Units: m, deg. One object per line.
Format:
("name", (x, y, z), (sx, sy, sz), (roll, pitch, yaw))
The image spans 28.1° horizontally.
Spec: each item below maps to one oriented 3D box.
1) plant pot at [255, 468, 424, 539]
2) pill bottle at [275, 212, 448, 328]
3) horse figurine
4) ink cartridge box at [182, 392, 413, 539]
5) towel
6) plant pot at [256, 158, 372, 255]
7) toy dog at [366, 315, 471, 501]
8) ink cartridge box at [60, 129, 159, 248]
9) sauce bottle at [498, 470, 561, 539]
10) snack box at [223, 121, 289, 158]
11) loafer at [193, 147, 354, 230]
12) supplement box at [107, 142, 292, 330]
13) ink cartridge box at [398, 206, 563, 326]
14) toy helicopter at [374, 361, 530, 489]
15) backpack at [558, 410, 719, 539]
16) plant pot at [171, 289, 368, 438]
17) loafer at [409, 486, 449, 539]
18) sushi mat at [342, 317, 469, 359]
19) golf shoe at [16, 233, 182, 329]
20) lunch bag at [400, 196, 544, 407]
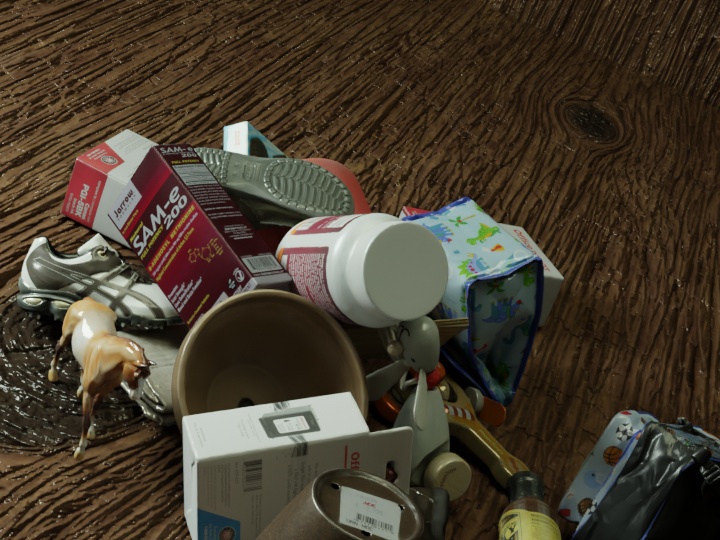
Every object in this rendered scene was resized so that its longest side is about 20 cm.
("plant pot", (-0.027, 0.264, 1.139), (0.186, 0.201, 0.187), (18, 26, -9))
("pill bottle", (0.000, 0.000, 1.460), (0.114, 0.115, 0.200), (9, -3, -26))
("horse figurine", (-0.256, 0.085, 1.383), (0.050, 0.133, 0.200), (9, 27, -27))
("ink cartridge box", (-0.058, 0.183, 1.312), (0.199, 0.116, 0.067), (-7, 32, -17))
("towel", (-0.174, 0.107, 1.525), (0.200, 0.035, 0.132), (-5, 38, -47))
("plant pot", (-0.051, 0.002, 1.671), (0.200, 0.201, 0.178), (0, 44, -39))
("toy dog", (0.042, 0.150, 1.473), (0.096, 0.201, 0.132), (-21, 9, -26))
("ink cartridge box", (-0.244, -0.081, 1.778), (0.199, 0.083, 0.147), (27, 25, 8))
("sauce bottle", (0.170, 0.273, 1.445), (0.064, 0.065, 0.200), (20, 23, -6))
("snack box", (-0.109, -0.090, 1.786), (0.037, 0.117, 0.200), (-10, -22, 21))
("loafer", (-0.104, -0.082, 1.592), (0.199, 0.070, 0.075), (15, 50, 3))
("supplement box", (-0.171, -0.026, 1.511), (0.061, 0.109, 0.200), (-8, 54, -52))
("ink cartridge box", (0.154, -0.004, 1.953), (0.199, 0.084, 0.144), (9, 27, -27))
("toy helicopter", (0.120, 0.173, 1.617), (0.200, 0.079, 0.132), (45, 23, 20))
("backpack", (0.315, 0.241, 1.505), (0.190, 0.200, 0.154), (15, 24, -46))
("plant pot", (-0.100, 0.127, 1.428), (0.200, 0.093, 0.202), (9, 70, -24))
("loafer", (0.042, 0.269, 1.354), (0.071, 0.073, 0.200), (12, 20, 1))
("sushi mat", (0.015, 0.079, 1.580), (0.199, 0.096, 0.012), (-3, 67, -30))
("golf shoe", (-0.260, 0.011, 1.528), (0.199, 0.095, 0.078), (6, 2, -14))
("lunch bag", (0.126, 0.043, 1.711), (0.127, 0.201, 0.170), (-19, 38, -19))
